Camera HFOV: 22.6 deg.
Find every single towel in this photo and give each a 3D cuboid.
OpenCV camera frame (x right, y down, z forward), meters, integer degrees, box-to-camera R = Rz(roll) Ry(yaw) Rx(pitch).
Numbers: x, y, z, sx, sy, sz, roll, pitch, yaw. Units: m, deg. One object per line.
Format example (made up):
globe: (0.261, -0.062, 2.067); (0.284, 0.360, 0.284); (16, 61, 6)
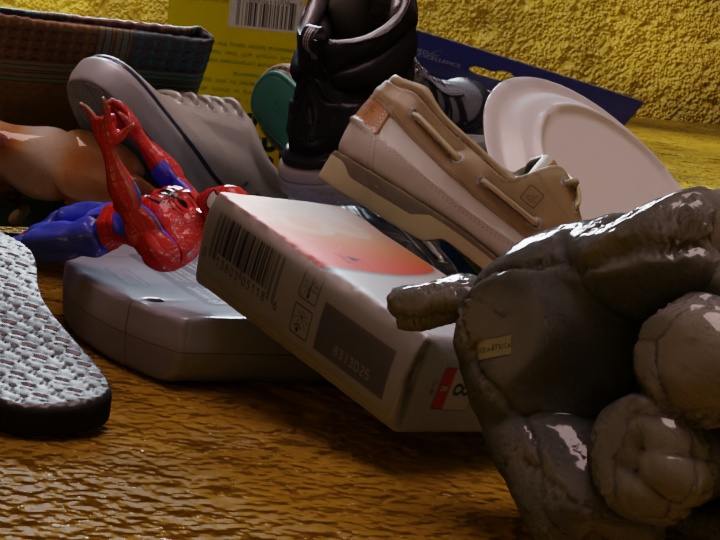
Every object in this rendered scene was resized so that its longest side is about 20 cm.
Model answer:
towel: (-0.185, -0.091, 1.150); (0.146, 0.200, 0.022); (3, 53, -19)

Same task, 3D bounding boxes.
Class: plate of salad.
plate of salad: (0.138, -0.025, 1.031); (0.048, 0.200, 0.200); (-40, -21, 32)

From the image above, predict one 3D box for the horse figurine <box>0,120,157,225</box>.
horse figurine: (-0.184, -0.054, 1.080); (0.199, 0.050, 0.133); (16, -19, 7)

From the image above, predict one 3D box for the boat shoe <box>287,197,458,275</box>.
boat shoe: (0.000, 0.000, 1.012); (0.071, 0.072, 0.200); (14, 10, -19)

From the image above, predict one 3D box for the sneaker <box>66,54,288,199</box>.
sneaker: (-0.107, -0.081, 1.112); (0.073, 0.071, 0.200); (15, -21, 35)

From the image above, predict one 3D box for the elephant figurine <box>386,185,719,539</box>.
elephant figurine: (0.141, 0.051, 0.659); (0.200, 0.155, 0.141); (12, -40, -41)

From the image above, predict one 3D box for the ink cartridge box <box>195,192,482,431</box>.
ink cartridge box: (0.050, 0.019, 0.813); (0.200, 0.050, 0.162); (1, 22, -38)

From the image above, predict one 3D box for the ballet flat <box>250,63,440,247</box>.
ballet flat: (0.004, -0.059, 1.129); (0.062, 0.067, 0.200); (5, 43, -50)

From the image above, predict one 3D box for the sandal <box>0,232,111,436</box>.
sandal: (-0.166, 0.031, 0.786); (0.075, 0.045, 0.200); (-5, 27, -27)

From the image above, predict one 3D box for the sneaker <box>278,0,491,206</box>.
sneaker: (0.024, -0.110, 1.027); (0.075, 0.114, 0.200); (11, 22, 30)

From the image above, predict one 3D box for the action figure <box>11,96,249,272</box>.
action figure: (-0.139, -0.043, 0.872); (0.200, 0.099, 0.065); (-2, 24, 33)

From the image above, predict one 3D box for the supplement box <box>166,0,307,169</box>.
supplement box: (-0.087, -0.126, 1.286); (0.109, 0.201, 0.109); (5, 8, -4)

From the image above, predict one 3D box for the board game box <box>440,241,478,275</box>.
board game box: (0.097, -0.025, 1.243); (0.199, 0.056, 0.196); (8, 9, 11)

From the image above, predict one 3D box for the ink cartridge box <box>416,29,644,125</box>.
ink cartridge box: (0.082, -0.094, 1.335); (0.197, 0.047, 0.200); (16, -21, -6)

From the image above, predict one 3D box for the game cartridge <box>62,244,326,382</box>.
game cartridge: (-0.078, 0.020, 0.912); (0.133, 0.041, 0.200); (6, 8, -24)

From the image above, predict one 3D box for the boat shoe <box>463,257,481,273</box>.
boat shoe: (0.094, -0.027, 1.082); (0.072, 0.060, 0.202); (36, 35, -23)

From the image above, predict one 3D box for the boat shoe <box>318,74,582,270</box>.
boat shoe: (0.081, -0.025, 0.901); (0.200, 0.069, 0.075); (30, 2, -8)
